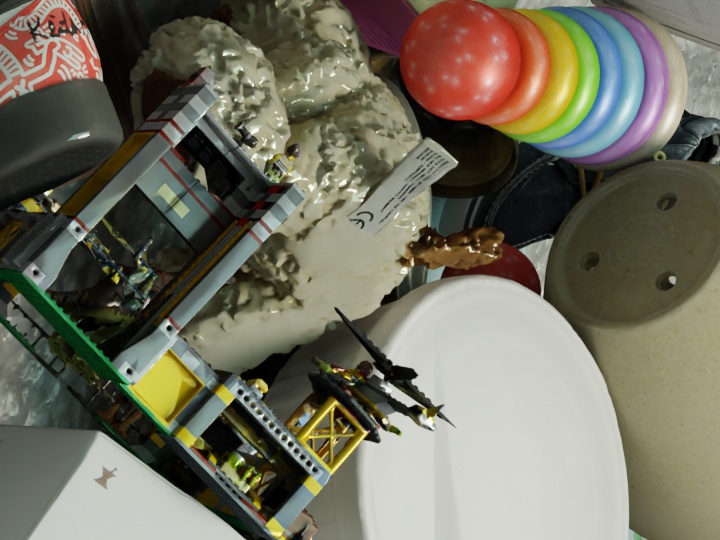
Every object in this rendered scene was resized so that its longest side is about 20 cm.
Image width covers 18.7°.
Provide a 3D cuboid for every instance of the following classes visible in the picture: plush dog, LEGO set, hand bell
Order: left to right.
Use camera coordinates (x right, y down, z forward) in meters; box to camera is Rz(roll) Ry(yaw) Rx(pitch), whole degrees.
[{"bbox_3d":[-0.061,0.008,0.849,0.200,0.154,0.116,46,74,-11],"label":"LEGO set"},{"bbox_3d":[-0.029,-0.064,0.976,0.160,0.172,0.200,-5,140,-10],"label":"plush dog"},{"bbox_3d":[0.069,-0.146,1.195,0.104,0.104,0.200,76,32,-48],"label":"hand bell"}]

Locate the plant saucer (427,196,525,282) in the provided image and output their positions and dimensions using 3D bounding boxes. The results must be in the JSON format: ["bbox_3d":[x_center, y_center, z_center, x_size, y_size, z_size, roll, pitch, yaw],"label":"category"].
[{"bbox_3d":[0.028,0.019,1.263,0.201,0.039,0.201,-38,140,-42],"label":"plant saucer"}]

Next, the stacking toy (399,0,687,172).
[{"bbox_3d":[0.082,-0.096,1.038,0.200,0.085,0.085,4,106,-60],"label":"stacking toy"}]

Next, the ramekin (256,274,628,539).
[{"bbox_3d":[0.032,0.105,1.022,0.202,0.094,0.203,13,73,-48],"label":"ramekin"}]

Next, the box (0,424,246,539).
[{"bbox_3d":[-0.120,0.137,0.898,0.124,0.200,0.098,40,72,-19],"label":"box"}]

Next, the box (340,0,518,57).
[{"bbox_3d":[0.031,-0.222,1.037,0.200,0.097,0.176,-63,151,-6],"label":"box"}]

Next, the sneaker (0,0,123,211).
[{"bbox_3d":[-0.189,-0.057,0.784,0.108,0.201,0.067,69,15,9],"label":"sneaker"}]

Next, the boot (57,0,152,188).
[{"bbox_3d":[-0.108,-0.144,0.897,0.186,0.064,0.200,-49,148,-20],"label":"boot"}]

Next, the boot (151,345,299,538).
[{"bbox_3d":[-0.066,0.099,1.122,0.211,0.079,0.158,86,4,-81],"label":"boot"}]

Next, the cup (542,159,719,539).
[{"bbox_3d":[0.173,0.024,1.116,0.200,0.200,0.143,-58,135,-16],"label":"cup"}]

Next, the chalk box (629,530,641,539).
[{"bbox_3d":[0.103,0.146,1.391,0.200,0.124,0.124,-45,145,-36],"label":"chalk box"}]

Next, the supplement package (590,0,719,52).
[{"bbox_3d":[0.155,-0.199,1.044,0.110,0.114,0.200,-61,153,-8],"label":"supplement package"}]

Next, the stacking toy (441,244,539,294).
[{"bbox_3d":[0.076,0.063,1.228,0.085,0.085,0.200,-49,148,-29],"label":"stacking toy"}]

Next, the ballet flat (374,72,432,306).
[{"bbox_3d":[0.000,0.000,1.102,0.064,0.067,0.200,-10,99,-55],"label":"ballet flat"}]

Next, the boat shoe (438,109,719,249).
[{"bbox_3d":[0.132,-0.053,1.250,0.200,0.091,0.071,-37,139,-41],"label":"boat shoe"}]
